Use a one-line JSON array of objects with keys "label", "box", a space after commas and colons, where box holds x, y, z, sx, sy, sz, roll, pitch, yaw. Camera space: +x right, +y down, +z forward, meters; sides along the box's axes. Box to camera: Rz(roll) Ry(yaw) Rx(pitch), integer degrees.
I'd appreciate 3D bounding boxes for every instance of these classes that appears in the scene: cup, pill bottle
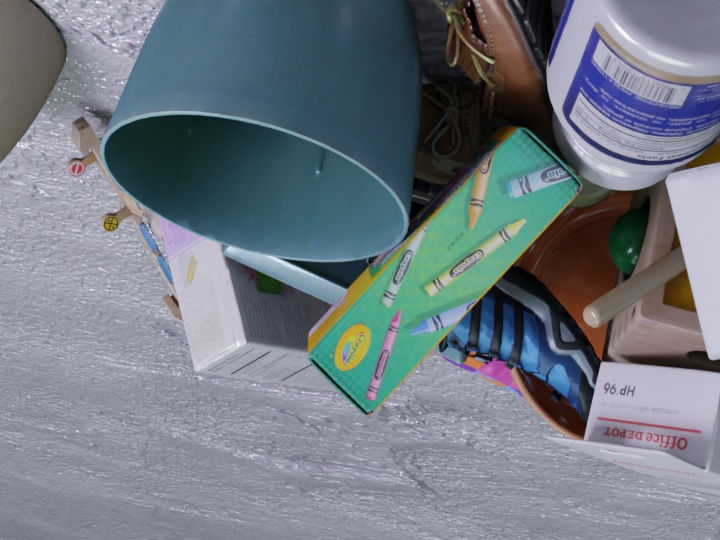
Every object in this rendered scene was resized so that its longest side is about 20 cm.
[{"label": "cup", "box": [-0.331, -0.125, 1.386, 0.198, 0.145, 0.201, 11, 158, 4]}, {"label": "pill bottle", "box": [0.173, -0.128, 1.110, 0.118, 0.121, 0.200, 13, 159, 0]}]

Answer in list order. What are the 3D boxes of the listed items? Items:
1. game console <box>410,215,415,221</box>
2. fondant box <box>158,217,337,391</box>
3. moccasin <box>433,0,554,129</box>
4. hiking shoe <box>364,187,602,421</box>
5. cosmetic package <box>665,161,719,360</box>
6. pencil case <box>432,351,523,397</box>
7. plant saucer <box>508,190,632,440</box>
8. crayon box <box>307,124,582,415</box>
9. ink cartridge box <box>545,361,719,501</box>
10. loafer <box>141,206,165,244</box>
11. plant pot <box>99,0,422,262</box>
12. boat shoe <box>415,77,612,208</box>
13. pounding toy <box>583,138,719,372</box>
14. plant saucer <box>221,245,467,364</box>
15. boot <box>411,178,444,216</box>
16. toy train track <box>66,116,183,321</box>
[{"label": "game console", "box": [0.049, -0.023, 1.461, 0.176, 0.031, 0.199, 35, 174, -41]}, {"label": "fondant box", "box": [-0.062, 0.012, 1.473, 0.058, 0.146, 0.199, -28, 157, 29]}, {"label": "moccasin", "box": [0.084, -0.150, 1.187, 0.077, 0.075, 0.201, 0, 165, 12]}, {"label": "hiking shoe", "box": [0.097, 0.037, 1.326, 0.200, 0.087, 0.074, 49, -176, -6]}, {"label": "cosmetic package", "box": [0.329, -0.033, 1.131, 0.198, 0.124, 0.199, -14, -179, -40]}, {"label": "pencil case", "box": [0.132, 0.059, 1.643, 0.199, 0.089, 0.088, 24, 156, -29]}, {"label": "plant saucer", "box": [0.199, 0.033, 1.397, 0.198, 0.202, 0.032, 17, -178, -9]}, {"label": "crayon box", "box": [0.051, -0.004, 1.222, 0.058, 0.200, 0.119, 43, -177, -4]}, {"label": "ink cartridge box", "box": [0.235, 0.112, 1.276, 0.199, 0.069, 0.115, 21, 168, -38]}, {"label": "loafer", "box": [-0.145, -0.090, 1.480, 0.063, 0.072, 0.200, 32, 150, 0]}, {"label": "plant pot", "box": [-0.050, -0.122, 1.201, 0.198, 0.163, 0.201, 11, 159, 4]}, {"label": "boat shoe", "box": [0.095, -0.094, 1.305, 0.199, 0.074, 0.063, 16, 157, -14]}, {"label": "pounding toy", "box": [0.245, -0.003, 1.283, 0.198, 0.186, 0.142, 15, 158, -3]}, {"label": "plant saucer", "box": [0.000, 0.000, 1.379, 0.198, 0.070, 0.019, 24, 139, 10]}, {"label": "boot", "box": [0.013, -0.082, 1.395, 0.199, 0.078, 0.138, 28, 168, -11]}, {"label": "toy train track", "box": [-0.192, -0.034, 1.537, 0.115, 0.032, 0.201, 46, 165, 57]}]
